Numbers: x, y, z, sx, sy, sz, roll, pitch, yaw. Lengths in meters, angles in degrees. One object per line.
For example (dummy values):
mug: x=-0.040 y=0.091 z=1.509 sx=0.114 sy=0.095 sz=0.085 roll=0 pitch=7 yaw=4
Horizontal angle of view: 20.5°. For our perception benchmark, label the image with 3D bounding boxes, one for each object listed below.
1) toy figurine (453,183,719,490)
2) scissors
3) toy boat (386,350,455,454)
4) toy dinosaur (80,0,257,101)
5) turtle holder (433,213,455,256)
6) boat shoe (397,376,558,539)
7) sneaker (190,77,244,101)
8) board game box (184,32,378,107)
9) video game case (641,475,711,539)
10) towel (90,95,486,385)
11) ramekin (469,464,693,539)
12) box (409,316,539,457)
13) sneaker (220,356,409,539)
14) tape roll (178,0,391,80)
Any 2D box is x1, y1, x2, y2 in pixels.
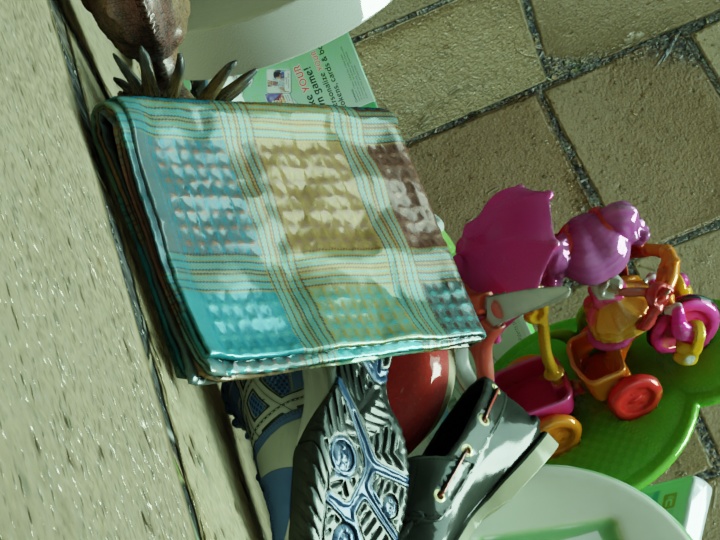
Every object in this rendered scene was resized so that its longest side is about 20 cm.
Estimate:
toy figurine: x=0.134 y=0.022 z=1.192 sx=0.150 sy=0.200 sz=0.184 roll=-111 pitch=176 yaw=-45
scissors: x=0.069 y=0.017 z=1.092 sx=0.073 sy=0.014 sz=0.200 roll=65 pitch=-17 yaw=15
toy boat: x=-0.035 y=0.025 z=1.126 sx=0.131 sy=0.130 sz=0.200 roll=-17 pitch=83 yaw=-58
toy dinosaur: x=-0.115 y=-0.144 z=1.023 sx=0.136 sy=0.086 sz=0.200 roll=-100 pitch=165 yaw=-45
turtle holder: x=0.003 y=-0.003 z=1.283 sx=0.132 sy=0.185 sz=0.141 roll=53 pitch=-41 yaw=5
boat shoe: x=0.030 y=0.133 z=1.064 sx=0.063 sy=0.201 sz=0.074 roll=46 pitch=-41 yaw=0
sneaker: x=-0.066 y=-0.054 z=1.372 sx=0.072 sy=0.072 sz=0.200 roll=-168 pitch=-123 yaw=-81
board game box: x=-0.058 y=-0.114 z=1.419 sx=0.029 sy=0.134 sz=0.200 roll=-99 pitch=168 yaw=-81
video game case: x=0.135 y=0.233 z=1.312 sx=0.022 sy=0.200 sz=0.182 roll=35 pitch=56 yaw=-25
towel: x=-0.031 y=-0.020 z=0.976 sx=0.200 sy=0.022 sz=0.147 roll=-4 pitch=66 yaw=-45
ramekin: x=0.108 y=0.207 z=1.133 sx=0.098 sy=0.200 sz=0.200 roll=99 pitch=-23 yaw=-48
box: x=0.057 y=0.120 z=1.343 sx=0.200 sy=0.176 sz=0.097 roll=-109 pitch=173 yaw=-45
sneaker: x=-0.026 y=0.079 z=1.004 sx=0.076 sy=0.077 sz=0.200 roll=36 pitch=45 yaw=-42
tape roll: x=-0.058 y=-0.188 z=1.264 sx=0.203 sy=0.202 sz=0.037 roll=-109 pitch=176 yaw=-60
